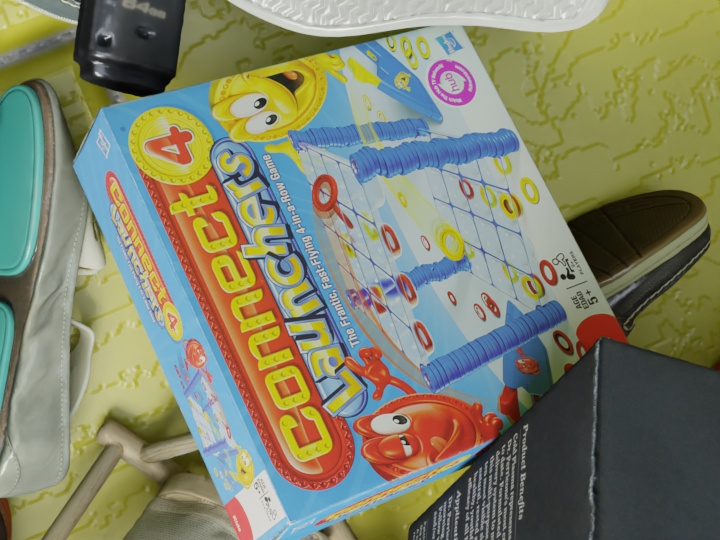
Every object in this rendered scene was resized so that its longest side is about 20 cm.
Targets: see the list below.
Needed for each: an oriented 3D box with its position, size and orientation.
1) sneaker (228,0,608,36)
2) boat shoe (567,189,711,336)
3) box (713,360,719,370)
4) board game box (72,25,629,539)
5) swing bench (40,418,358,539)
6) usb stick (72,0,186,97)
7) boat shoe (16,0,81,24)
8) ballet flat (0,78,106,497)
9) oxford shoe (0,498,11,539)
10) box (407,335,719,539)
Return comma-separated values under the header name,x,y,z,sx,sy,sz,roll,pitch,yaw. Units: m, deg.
name,x,y,z,sx,sy,sz,roll,pitch,yaw
sneaker,0.014,-0.157,0.736,0.200,0.118,0.074,8,113,-2
boat shoe,0.100,0.031,0.810,0.200,0.073,0.065,-32,117,-2
box,0.224,0.109,0.833,0.095,0.100,0.200,40,90,-16
board game box,0.000,0.000,0.707,0.196,0.056,0.200,-19,75,-30
swing bench,-0.069,0.194,0.721,0.200,0.130,0.199,48,50,-19
usb stick,-0.096,-0.182,0.713,0.055,0.033,0.200,12,84,-50
boat shoe,-0.174,-0.188,0.702,0.073,0.062,0.200,-45,108,-6
ballet flat,-0.156,0.010,0.750,0.064,0.067,0.200,7,92,-44
oxford shoe,-0.206,0.203,0.761,0.071,0.073,0.200,0,100,-13
box,0.141,0.147,0.655,0.200,0.197,0.124,17,56,-14
